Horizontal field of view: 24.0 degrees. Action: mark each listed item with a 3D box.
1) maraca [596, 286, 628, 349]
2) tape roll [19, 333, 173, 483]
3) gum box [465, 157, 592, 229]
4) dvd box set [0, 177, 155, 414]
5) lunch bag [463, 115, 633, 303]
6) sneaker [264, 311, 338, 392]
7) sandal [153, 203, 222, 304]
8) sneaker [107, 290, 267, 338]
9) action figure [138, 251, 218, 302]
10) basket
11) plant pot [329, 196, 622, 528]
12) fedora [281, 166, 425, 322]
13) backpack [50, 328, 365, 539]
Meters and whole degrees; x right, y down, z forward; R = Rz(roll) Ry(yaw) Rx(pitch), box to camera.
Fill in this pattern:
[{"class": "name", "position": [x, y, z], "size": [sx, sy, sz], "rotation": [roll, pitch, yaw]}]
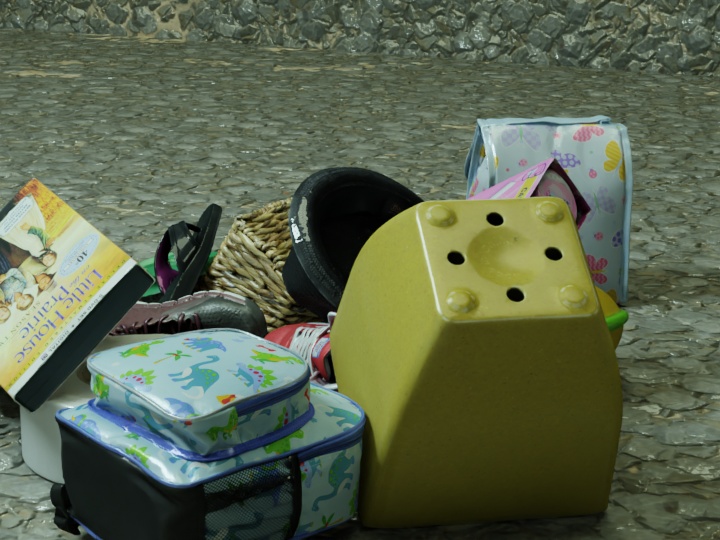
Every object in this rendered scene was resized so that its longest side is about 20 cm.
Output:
[{"class": "maraca", "position": [0.148, 0.064, 1.538], "size": [0.200, 0.107, 0.137], "rotation": [-14, -1, -18]}, {"class": "tape roll", "position": [-0.182, 0.115, 1.405], "size": [0.202, 0.071, 0.202], "rotation": [1, 15, 0]}, {"class": "gum box", "position": [0.115, -0.007, 1.506], "size": [0.113, 0.066, 0.200], "rotation": [-25, 19, 40]}, {"class": "dvd box set", "position": [-0.270, 0.016, 1.394], "size": [0.146, 0.029, 0.200], "rotation": [-48, 42, -6]}, {"class": "lunch bag", "position": [0.203, -0.068, 1.836], "size": [0.170, 0.200, 0.127], "rotation": [-3, 16, -11]}, {"class": "sneaker", "position": [-0.036, 0.074, 1.477], "size": [0.200, 0.071, 0.112], "rotation": [9, -11, 38]}, {"class": "sandal", "position": [-0.186, -0.008, 1.715], "size": [0.048, 0.075, 0.200], "rotation": [29, 40, -10]}, {"class": "sneaker", "position": [-0.193, 0.073, 1.576], "size": [0.200, 0.076, 0.116], "rotation": [-4, 18, 25]}, {"class": "action figure", "position": [-0.201, 0.011, 1.803], "size": [0.200, 0.055, 0.118], "rotation": [-14, 19, -31]}, {"class": "basket", "position": [-0.063, 0.020, 1.766], "size": [0.143, 0.149, 0.200], "rotation": [43, 31, 15]}, {"class": "plant pot", "position": [0.094, 0.053, 1.263], "size": [0.195, 0.200, 0.194], "rotation": [-2, 50, -11]}, {"class": "fedora", "position": [0.000, 0.000, 1.562], "size": [0.201, 0.201, 0.092], "rotation": [-17, -18, -47]}, {"class": "backpack", "position": [-0.099, 0.126, 1.228], "size": [0.200, 0.147, 0.183], "rotation": [-9, 21, -41]}]
